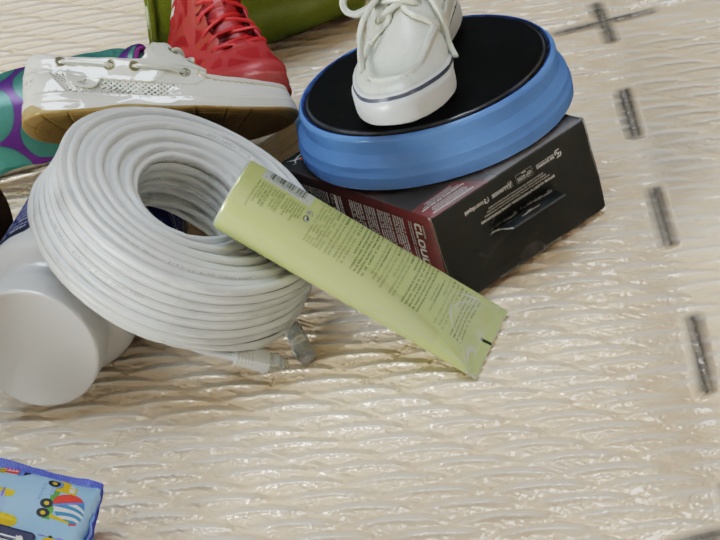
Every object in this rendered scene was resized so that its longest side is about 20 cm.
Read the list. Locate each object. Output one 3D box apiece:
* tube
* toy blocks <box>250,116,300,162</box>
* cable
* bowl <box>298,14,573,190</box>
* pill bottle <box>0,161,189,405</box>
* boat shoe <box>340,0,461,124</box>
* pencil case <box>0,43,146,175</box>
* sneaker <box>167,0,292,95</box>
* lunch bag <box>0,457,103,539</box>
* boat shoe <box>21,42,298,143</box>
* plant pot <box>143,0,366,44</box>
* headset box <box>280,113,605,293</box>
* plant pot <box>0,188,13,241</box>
[{"bbox_3d":[0.000,0.000,1.529,0.058,0.199,0.052,-61,0,-9],"label":"tube"},{"bbox_3d":[-0.111,-0.090,1.805,0.199,0.101,0.137,3,24,33],"label":"toy blocks"},{"bbox_3d":[-0.123,-0.029,1.581,0.199,0.069,0.201,10,39,-24],"label":"cable"},{"bbox_3d":[0.049,-0.123,1.652,0.199,0.040,0.201,-14,27,7],"label":"bowl"},{"bbox_3d":[-0.199,0.000,1.654,0.115,0.116,0.200,-7,30,19],"label":"pill bottle"},{"bbox_3d":[0.030,-0.177,1.608,0.074,0.087,0.202,-8,29,17],"label":"boat shoe"},{"bbox_3d":[-0.259,-0.122,1.925,0.198,0.093,0.085,-13,31,8],"label":"pencil case"},{"bbox_3d":[-0.111,-0.188,1.803,0.078,0.117,0.200,-6,9,-25],"label":"sneaker"},{"bbox_3d":[-0.250,0.184,1.415,0.198,0.095,0.151,3,34,8],"label":"lunch bag"},{"bbox_3d":[-0.143,-0.132,1.676,0.198,0.071,0.070,1,68,-15],"label":"boat shoe"},{"bbox_3d":[-0.096,-0.276,2.029,0.191,0.202,0.201,-6,28,-5],"label":"plant pot"},{"bbox_3d":[0.062,-0.057,1.650,0.148,0.078,0.199,-33,31,-26],"label":"headset box"},{"bbox_3d":[-0.356,0.028,1.657,0.186,0.188,0.201,-8,44,16],"label":"plant pot"}]
